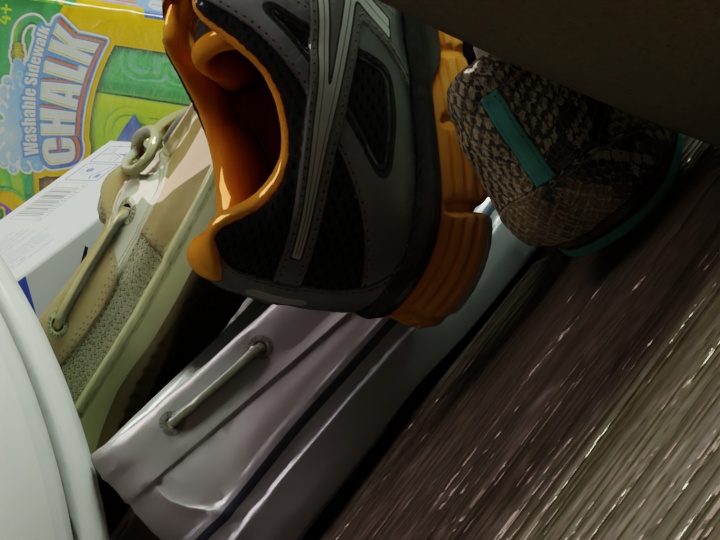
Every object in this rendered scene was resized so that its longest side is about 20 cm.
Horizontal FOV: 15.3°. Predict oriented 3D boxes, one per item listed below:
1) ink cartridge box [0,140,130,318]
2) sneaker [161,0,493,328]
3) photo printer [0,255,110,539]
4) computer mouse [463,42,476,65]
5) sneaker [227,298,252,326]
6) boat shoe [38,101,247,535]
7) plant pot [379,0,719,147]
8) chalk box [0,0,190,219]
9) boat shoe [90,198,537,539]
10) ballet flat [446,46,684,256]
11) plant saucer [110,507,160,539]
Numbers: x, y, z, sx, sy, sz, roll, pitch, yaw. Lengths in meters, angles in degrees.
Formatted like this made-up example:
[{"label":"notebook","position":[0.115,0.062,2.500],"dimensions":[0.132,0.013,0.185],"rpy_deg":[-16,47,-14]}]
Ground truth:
[{"label":"ink cartridge box","position":[-0.117,0.037,0.935],"dimensions":[0.044,0.095,0.200],"rpy_deg":[4,28,32]},{"label":"sneaker","position":[-0.017,-0.083,0.726],"dimensions":[0.078,0.077,0.201],"rpy_deg":[140,124,-60]},{"label":"photo printer","position":[-0.167,0.079,0.795],"dimensions":[0.199,0.167,0.069],"rpy_deg":[-29,-16,25]},{"label":"computer mouse","position":[0.047,-0.125,0.821],"dimensions":[0.059,0.034,0.201],"rpy_deg":[71,-153,-47]},{"label":"sneaker","position":[-0.006,-0.039,0.988],"dimensions":[0.200,0.084,0.077],"rpy_deg":[-54,5,-11]},{"label":"boat shoe","position":[-0.072,0.003,0.817],"dimensions":[0.201,0.063,0.073],"rpy_deg":[-62,-12,20]},{"label":"plant pot","position":[0.041,-0.123,0.586],"dimensions":[0.187,0.200,0.187],"rpy_deg":[-48,5,6]},{"label":"chalk box","position":[-0.101,-0.051,1.082],"dimensions":[0.124,0.199,0.125],"rpy_deg":[-89,6,-80]},{"label":"boat shoe","position":[0.000,0.000,0.780],"dimensions":[0.200,0.067,0.074],"rpy_deg":[-53,7,-26]},{"label":"ballet flat","position":[0.063,-0.074,0.724],"dimensions":[0.068,0.075,0.200],"rpy_deg":[-33,12,26]},{"label":"plant saucer","position":[-0.121,0.153,0.906],"dimensions":[0.200,0.034,0.200],"rpy_deg":[-49,6,8]}]
